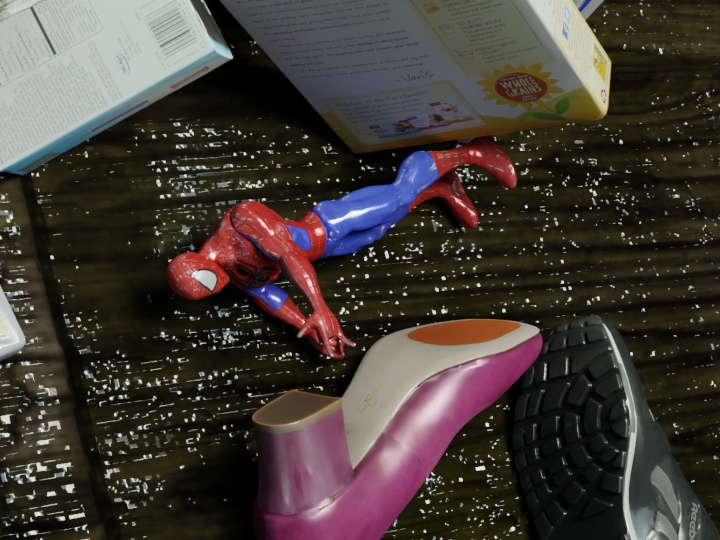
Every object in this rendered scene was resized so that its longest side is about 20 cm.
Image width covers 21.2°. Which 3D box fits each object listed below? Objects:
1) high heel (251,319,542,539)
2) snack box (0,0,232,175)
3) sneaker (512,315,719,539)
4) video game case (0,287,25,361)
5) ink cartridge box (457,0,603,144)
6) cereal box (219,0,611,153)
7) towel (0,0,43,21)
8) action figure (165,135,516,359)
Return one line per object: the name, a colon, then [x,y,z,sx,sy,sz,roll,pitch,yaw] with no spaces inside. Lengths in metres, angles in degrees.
high heel: [0.021,0.087,0.939,0.200,0.067,0.096,-20,111,-40]
snack box: [-0.156,-0.158,0.882,0.200,0.116,0.037,63,9,4]
sneaker: [0.139,0.124,0.987,0.088,0.076,0.200,5,71,-47]
video game case: [-0.264,-0.015,0.808,0.200,0.022,0.182,-22,84,-37]
ink cartridge box: [0.132,-0.183,1.016,0.047,0.198,0.200,38,53,3]
cereal box: [0.017,-0.127,0.903,0.200,0.144,0.040,47,45,-51]
towel: [-0.208,-0.137,0.796,0.200,0.031,0.149,-27,52,-8]
action figure: [0.000,0.000,0.938,0.200,0.065,0.099,-15,68,-36]
